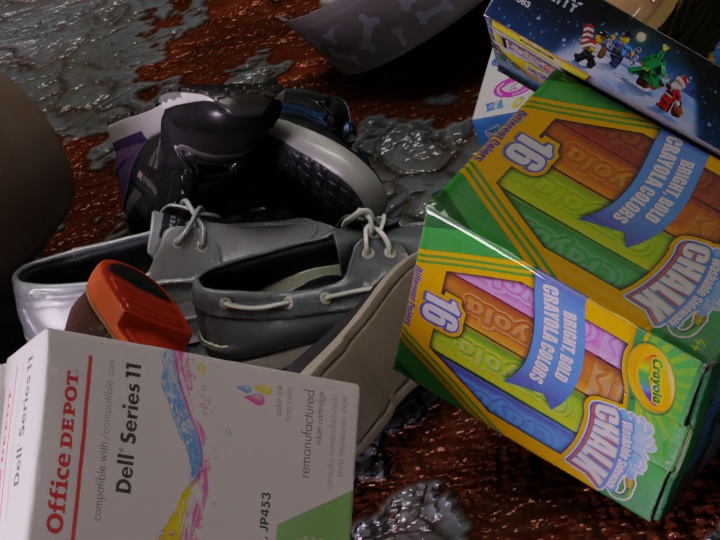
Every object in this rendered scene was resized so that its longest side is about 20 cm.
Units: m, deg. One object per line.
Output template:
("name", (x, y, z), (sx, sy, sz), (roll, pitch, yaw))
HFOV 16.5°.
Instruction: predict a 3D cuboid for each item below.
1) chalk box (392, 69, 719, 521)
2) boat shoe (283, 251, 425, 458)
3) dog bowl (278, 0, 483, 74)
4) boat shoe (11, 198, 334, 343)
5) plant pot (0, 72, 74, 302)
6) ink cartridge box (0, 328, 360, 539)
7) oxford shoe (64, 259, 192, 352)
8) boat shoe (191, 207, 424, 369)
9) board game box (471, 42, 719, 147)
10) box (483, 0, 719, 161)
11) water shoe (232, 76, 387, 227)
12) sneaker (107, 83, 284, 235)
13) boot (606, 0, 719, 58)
("chalk box", (0.136, 0.022, 1.185), (0.200, 0.124, 0.125), (29, 50, 17))
("boat shoe", (0.005, 0.045, 1.317), (0.063, 0.073, 0.200), (-17, 16, 43))
("dog bowl", (0.042, -0.205, 1.663), (0.200, 0.059, 0.200), (-33, 15, 10))
("boat shoe", (-0.110, -0.001, 1.462), (0.201, 0.072, 0.070), (-16, 30, 6))
("plant pot", (-0.274, -0.036, 1.493), (0.200, 0.200, 0.174), (13, 43, 44))
("ink cartridge box", (-0.106, 0.097, 1.149), (0.067, 0.200, 0.117), (148, 129, -61))
("oxford shoe", (-0.119, 0.079, 1.366), (0.073, 0.071, 0.200), (-52, 34, 18))
("boat shoe", (0.000, 0.000, 1.403), (0.200, 0.062, 0.073), (-19, 29, 2))
("board game box", (0.182, -0.136, 1.521), (0.196, 0.056, 0.200), (-10, 31, 18))
("box", (0.159, -0.080, 1.245), (0.200, 0.137, 0.038), (31, 88, 8))
("water shoe", (-0.033, -0.084, 1.550), (0.079, 0.072, 0.200), (-36, 33, -21))
("sneaker", (-0.094, -0.061, 1.499), (0.076, 0.088, 0.200), (-3, -5, -22))
("boot", (0.120, -0.161, 1.443), (0.175, 0.066, 0.200), (-47, 45, 7))
